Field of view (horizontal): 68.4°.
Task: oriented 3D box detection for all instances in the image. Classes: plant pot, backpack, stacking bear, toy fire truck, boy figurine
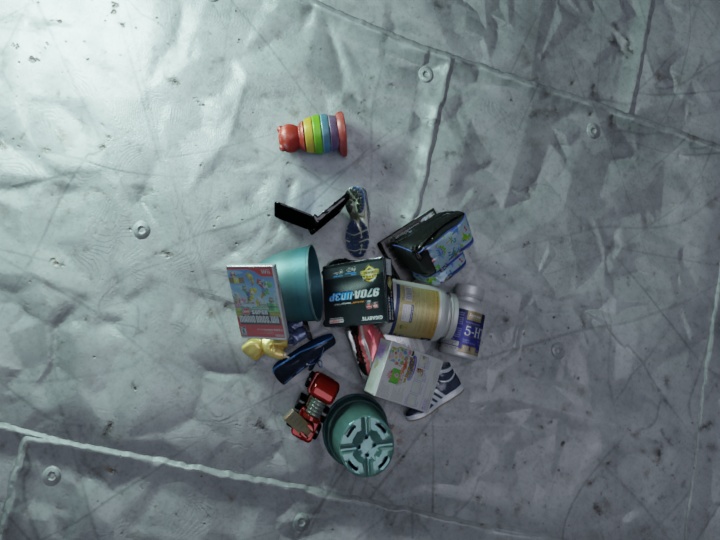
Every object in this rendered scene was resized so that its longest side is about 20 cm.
[{"bbox_3d":[0.003,0.452,1.428,0.192,0.196,0.209,1,86,-10],"label":"plant pot"},{"bbox_3d":[-0.208,0.044,1.430,0.180,0.200,0.209,-6,87,4],"label":"plant pot"},{"bbox_3d":[0.212,-0.065,1.460,0.198,0.182,0.150,-36,113,-15],"label":"backpack"},{"bbox_3d":[-0.140,-0.385,1.513,0.192,0.114,0.127,-8,87,-6],"label":"stacking bear"},{"bbox_3d":[-0.134,0.364,1.408,0.126,0.200,0.180,28,82,-7],"label":"toy fire truck"},{"bbox_3d":[-0.230,0.196,1.465,0.194,0.065,0.126,-23,56,-9],"label":"boy figurine"}]

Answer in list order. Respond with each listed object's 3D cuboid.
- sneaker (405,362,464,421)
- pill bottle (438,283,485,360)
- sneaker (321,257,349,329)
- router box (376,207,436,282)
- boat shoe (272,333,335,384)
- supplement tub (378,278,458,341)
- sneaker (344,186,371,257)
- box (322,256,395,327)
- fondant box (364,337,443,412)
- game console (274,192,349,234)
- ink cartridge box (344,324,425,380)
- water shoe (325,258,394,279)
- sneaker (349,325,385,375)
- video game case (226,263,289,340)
[{"bbox_3d":[0.198,0.343,1.532,0.195,0.070,0.112,-27,94,-16],"label":"sneaker"},{"bbox_3d":[0.300,0.148,1.540,0.115,0.120,0.208,13,84,-8],"label":"pill bottle"},{"bbox_3d":[-0.080,0.057,1.505,0.110,0.073,0.203,33,67,-2],"label":"sneaker"},{"bbox_3d":[0.166,-0.067,1.566,0.196,0.051,0.152,-31,93,-10],"label":"router box"},{"bbox_3d":[-0.150,0.248,1.486,0.195,0.084,0.070,-29,98,6],"label":"boat shoe"},{"bbox_3d":[0.154,0.109,1.421,0.192,0.144,0.150,10,84,-8],"label":"supplement tub"},{"bbox_3d":[0.003,-0.143,1.532,0.074,0.085,0.208,6,108,20],"label":"sneaker"},{"bbox_3d":[-0.007,0.059,1.368,0.194,0.045,0.166,-7,82,32],"label":"box"},{"bbox_3d":[0.120,0.283,1.427,0.196,0.058,0.149,24,81,-32],"label":"fondant box"},{"bbox_3d":[-0.135,-0.174,1.446,0.175,0.200,0.118,-40,93,-10],"label":"game console"},{"bbox_3d":[0.067,0.202,1.513,0.194,0.084,0.149,-20,89,-11],"label":"ink cartridge box"},{"bbox_3d":[0.000,0.000,1.464,0.192,0.079,0.074,10,67,-13],"label":"water shoe"},{"bbox_3d":[0.023,0.175,1.440,0.084,0.073,0.208,-12,91,-22],"label":"sneaker"},{"bbox_3d":[-0.262,0.081,1.357,0.138,0.017,0.207,0,112,19],"label":"video game case"}]
